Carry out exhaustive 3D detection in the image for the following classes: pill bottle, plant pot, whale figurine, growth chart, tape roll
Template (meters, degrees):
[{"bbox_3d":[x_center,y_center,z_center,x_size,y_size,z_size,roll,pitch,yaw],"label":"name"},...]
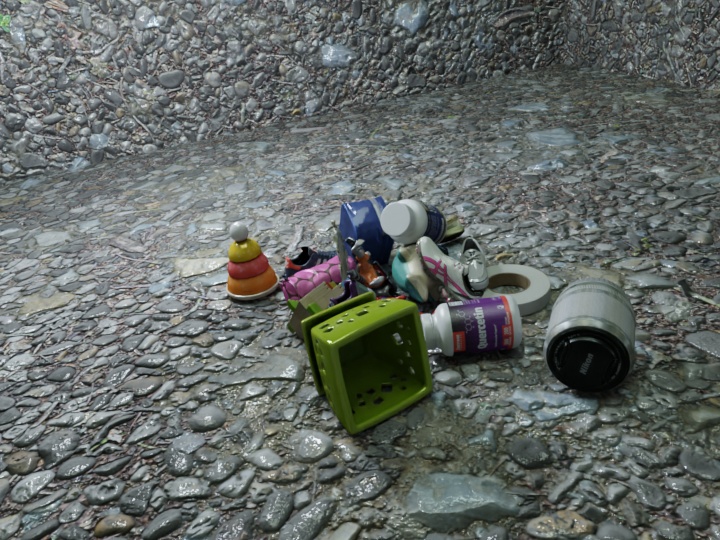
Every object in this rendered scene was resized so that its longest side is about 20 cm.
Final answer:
[{"bbox_3d":[0.231,0.118,1.366,0.199,0.113,0.113,-8,27,1],"label":"pill bottle"},{"bbox_3d":[0.000,0.161,1.262,0.198,0.201,0.181,-22,24,-25],"label":"plant pot"},{"bbox_3d":[0.126,0.020,1.568,0.104,0.159,0.200,-32,14,19],"label":"whale figurine"},{"bbox_3d":[-0.046,-0.025,1.599,0.018,0.145,0.201,-12,63,6],"label":"growth chart"},{"bbox_3d":[0.353,0.046,1.559,0.202,0.037,0.203,-6,27,3],"label":"tape roll"},{"bbox_3d":[0.132,-0.119,1.630,0.111,0.112,0.200,9,3,30],"label":"pill bottle"}]

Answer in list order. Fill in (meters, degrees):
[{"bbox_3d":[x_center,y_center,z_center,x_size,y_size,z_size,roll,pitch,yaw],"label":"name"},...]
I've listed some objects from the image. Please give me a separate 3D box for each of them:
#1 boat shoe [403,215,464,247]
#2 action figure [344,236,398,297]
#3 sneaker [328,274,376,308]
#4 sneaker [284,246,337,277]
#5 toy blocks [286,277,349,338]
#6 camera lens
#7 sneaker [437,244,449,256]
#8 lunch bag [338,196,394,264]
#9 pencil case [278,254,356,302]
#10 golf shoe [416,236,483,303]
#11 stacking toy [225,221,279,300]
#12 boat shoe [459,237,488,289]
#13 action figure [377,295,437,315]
[{"bbox_3d":[0.201,-0.107,1.834,0.200,0.063,0.073,-17,-16,-23],"label":"boat shoe"},{"bbox_3d":[0.000,0.000,1.594,0.104,0.194,0.200,-38,70,-13],"label":"action figure"},{"bbox_3d":[-0.053,0.108,1.375,0.200,0.087,0.074,-57,28,-11],"label":"sneaker"},{"bbox_3d":[-0.117,-0.034,1.785,0.199,0.085,0.075,-23,30,-27],"label":"sneaker"},{"bbox_3d":[-0.086,0.075,1.473,0.137,0.200,0.100,-38,82,-27],"label":"toy blocks"},{"bbox_3d":[0.442,0.122,1.249,0.159,0.161,0.200,4,29,22],"label":"camera lens"},{"bbox_3d":[0.208,-0.035,1.713,0.082,0.074,0.200,-19,29,-21],"label":"sneaker"},{"bbox_3d":[0.023,-0.094,1.755,0.132,0.200,0.136,-12,58,-16],"label":"lunch bag"},{"bbox_3d":[-0.107,0.021,1.676,0.199,0.091,0.094,-23,30,-32],"label":"pencil case"},{"bbox_3d":[0.208,-0.002,1.512,0.092,0.200,0.073,-35,-4,25],"label":"golf shoe"},{"bbox_3d":[-0.298,-0.036,1.708,0.145,0.201,0.146,-6,27,3],"label":"stacking toy"},{"bbox_3d":[0.272,-0.020,1.597,0.073,0.066,0.200,-7,26,3],"label":"boat shoe"},{"bbox_3d":[0.097,0.089,1.515,0.199,0.065,0.052,12,64,33],"label":"action figure"}]
